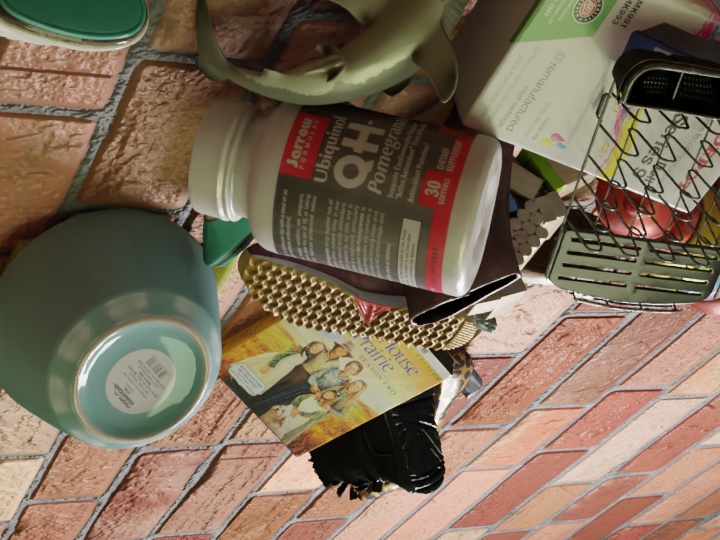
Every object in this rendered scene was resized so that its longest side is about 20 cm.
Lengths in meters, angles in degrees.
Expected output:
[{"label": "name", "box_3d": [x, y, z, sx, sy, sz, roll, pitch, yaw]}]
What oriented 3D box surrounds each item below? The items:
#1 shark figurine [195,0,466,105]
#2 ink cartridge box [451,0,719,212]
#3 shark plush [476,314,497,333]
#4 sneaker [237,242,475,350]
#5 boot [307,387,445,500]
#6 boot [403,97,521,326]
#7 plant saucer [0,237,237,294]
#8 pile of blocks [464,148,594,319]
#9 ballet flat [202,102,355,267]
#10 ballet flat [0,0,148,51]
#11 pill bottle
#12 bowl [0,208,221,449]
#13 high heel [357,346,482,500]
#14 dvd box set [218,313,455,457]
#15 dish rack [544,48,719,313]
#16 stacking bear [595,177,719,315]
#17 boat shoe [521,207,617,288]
[{"label": "shark figurine", "box_3d": [-0.007, -0.136, 0.890, 0.213, 0.129, 0.090, -19, 162, 9]}, {"label": "ink cartridge box", "box_3d": [0.180, -0.145, 0.922, 0.199, 0.088, 0.146, 18, 126, -24]}, {"label": "shark plush", "box_3d": [0.021, 0.014, 1.155, 0.199, 0.084, 0.091, 33, 136, -23]}, {"label": "sneaker", "box_3d": [0.000, 0.000, 1.084, 0.199, 0.091, 0.075, 16, 144, -12]}, {"label": "boot", "box_3d": [0.006, 0.147, 1.422, 0.073, 0.200, 0.162, -18, -170, -40]}, {"label": "boot", "box_3d": [0.099, -0.066, 1.017, 0.199, 0.167, 0.072, -30, 149, 22]}, {"label": "plant saucer", "box_3d": [-0.229, 0.048, 1.187, 0.199, 0.048, 0.200, 3, 147, -31]}, {"label": "pile of blocks", "box_3d": [0.122, -0.041, 1.089, 0.082, 0.200, 0.062, 34, 152, 3]}, {"label": "ballet flat", "box_3d": [-0.081, -0.077, 1.032, 0.070, 0.068, 0.200, 32, 130, -24]}, {"label": "ballet flat", "box_3d": [-0.226, -0.168, 0.791, 0.199, 0.070, 0.069, 8, 145, -30]}, {"label": "pill bottle", "box_3d": [-0.011, -0.057, 0.915, 0.199, 0.111, 0.111, 13, 154, 10]}, {"label": "bowl", "box_3d": [-0.191, 0.062, 1.077, 0.200, 0.105, 0.202, -14, 122, -23]}, {"label": "high heel", "box_3d": [0.050, 0.166, 1.471, 0.200, 0.071, 0.143, -48, 156, -4]}, {"label": "dvd box set", "box_3d": [-0.029, 0.089, 1.304, 0.199, 0.029, 0.146, -30, 115, 25]}, {"label": "dish rack", "box_3d": [0.214, -0.050, 0.906, 0.152, 0.055, 0.201, 7, 122, -14]}, {"label": "stacking bear", "box_3d": [0.291, -0.043, 1.230, 0.199, 0.122, 0.114, 29, 115, -39]}, {"label": "boat shoe", "box_3d": [0.138, -0.015, 1.250, 0.201, 0.075, 0.075, -2, 163, -11]}]
